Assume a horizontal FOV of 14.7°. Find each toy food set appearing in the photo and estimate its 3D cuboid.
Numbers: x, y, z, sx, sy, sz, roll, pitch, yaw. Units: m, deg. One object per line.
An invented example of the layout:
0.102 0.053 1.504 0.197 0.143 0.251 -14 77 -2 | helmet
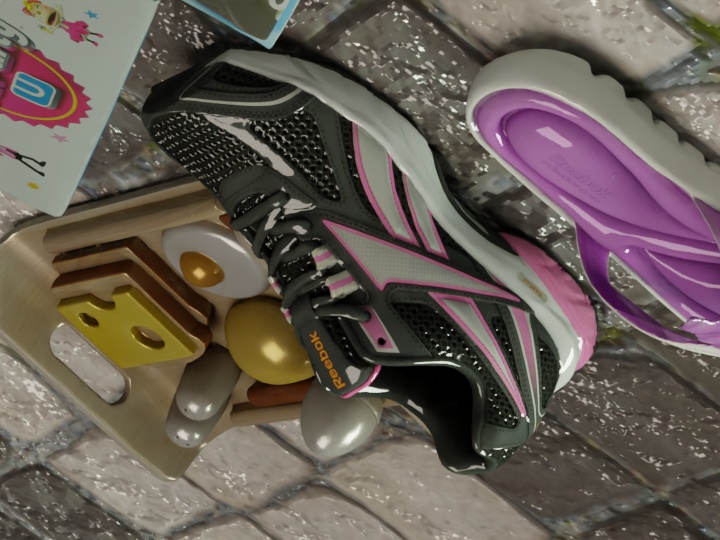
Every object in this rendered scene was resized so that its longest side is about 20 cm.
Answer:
-0.064 0.035 1.170 0.199 0.061 0.143 -12 132 47 | toy food set

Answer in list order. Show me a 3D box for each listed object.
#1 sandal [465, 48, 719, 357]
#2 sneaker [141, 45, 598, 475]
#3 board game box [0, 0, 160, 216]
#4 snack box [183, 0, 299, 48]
0.113 0.001 0.983 0.202 0.050 0.082 35 149 -13 | sandal
0.000 0.000 1.038 0.200 0.087 0.080 36 147 -12 | sneaker
-0.057 -0.135 0.750 0.064 0.201 0.148 26 156 -6 | board game box
0.010 -0.157 0.760 0.037 0.117 0.200 29 150 -4 | snack box
